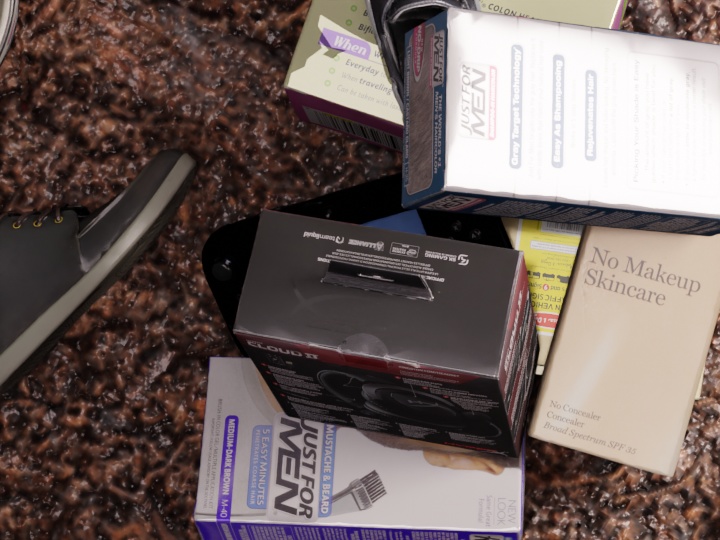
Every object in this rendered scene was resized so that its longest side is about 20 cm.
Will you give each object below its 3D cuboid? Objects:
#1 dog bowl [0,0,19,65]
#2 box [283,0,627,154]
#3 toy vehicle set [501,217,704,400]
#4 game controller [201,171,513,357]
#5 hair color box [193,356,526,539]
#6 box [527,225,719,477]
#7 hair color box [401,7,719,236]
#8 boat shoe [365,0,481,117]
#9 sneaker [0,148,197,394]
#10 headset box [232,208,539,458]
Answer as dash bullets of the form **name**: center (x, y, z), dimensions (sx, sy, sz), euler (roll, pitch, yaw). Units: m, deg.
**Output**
- **dog bowl**: center (-0.308, -0.176, 1.338), dimensions (0.199, 0.074, 0.202), euler (0, 90, 6)
- **box**: center (0.070, -0.166, 1.276), dimensions (0.175, 0.097, 0.201), euler (18, 85, 7)
- **toy vehicle set**: center (0.123, 0.004, 1.318), dimensions (0.199, 0.027, 0.125), euler (9, 91, 6)
- **game controller**: center (0.000, 0.000, 1.291), dimensions (0.199, 0.042, 0.105), euler (-15, 100, 25)
- **hair color box**: center (0.002, 0.115, 1.294), dimensions (0.198, 0.065, 0.110), euler (2, 65, 4)
- **box**: center (0.170, 0.013, 1.260), dimensions (0.094, 0.078, 0.201), euler (14, 91, 5)
- **hair color box**: center (0.124, -0.079, 1.152), dimensions (0.199, 0.060, 0.101), euler (5, 81, -23)
- **boat shoe**: center (0.034, -0.151, 1.193), dimensions (0.071, 0.068, 0.201), euler (-10, 82, 3)
- **sneaker**: center (-0.201, -0.025, 1.325), dimensions (0.106, 0.075, 0.200), euler (45, 95, 2)
- **headset box**: center (0.019, 0.036, 1.180), dimensions (0.148, 0.200, 0.078), euler (9, 72, 11)
